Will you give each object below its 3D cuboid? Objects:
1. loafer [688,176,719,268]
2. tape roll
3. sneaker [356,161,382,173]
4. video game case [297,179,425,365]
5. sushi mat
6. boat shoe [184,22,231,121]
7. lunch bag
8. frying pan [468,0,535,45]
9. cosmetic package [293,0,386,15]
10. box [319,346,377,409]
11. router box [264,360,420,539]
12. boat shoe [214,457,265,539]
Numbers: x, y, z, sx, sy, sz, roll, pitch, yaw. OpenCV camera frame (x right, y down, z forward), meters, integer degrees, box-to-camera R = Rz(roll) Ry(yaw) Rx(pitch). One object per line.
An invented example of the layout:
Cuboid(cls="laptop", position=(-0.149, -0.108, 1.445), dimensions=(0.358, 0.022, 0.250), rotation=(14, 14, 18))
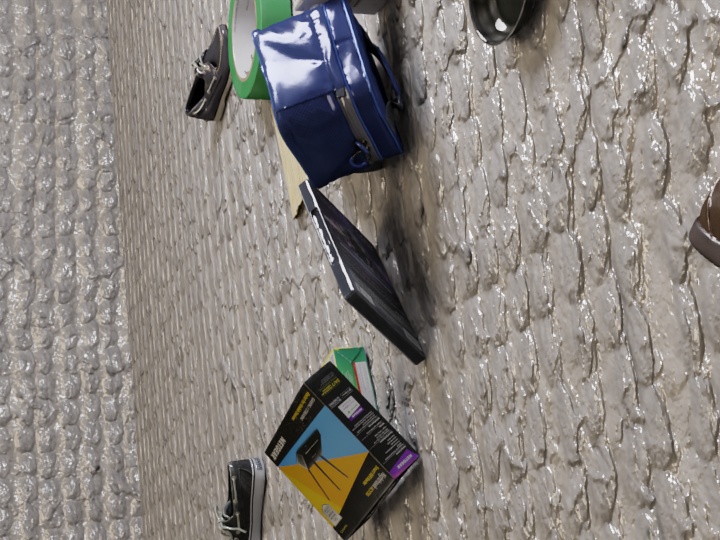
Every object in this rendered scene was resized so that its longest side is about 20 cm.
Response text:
Cuboid(cls="loafer", position=(0.260, -0.017, 0.775), dimensions=(0.200, 0.072, 0.072), rotation=(-133, 45, -61))
Cuboid(cls="tape roll", position=(-0.152, -0.355, 1.946), dimensions=(0.200, 0.048, 0.203), rotation=(178, 90, -70))
Cuboid(cls="sneaker", position=(-0.027, -0.167, 1.574), dimensions=(0.200, 0.070, 0.083), rotation=(-142, 51, -63))
Cuboid(cls="video game case", position=(0.000, 0.000, 1.448), dimensions=(0.019, 0.143, 0.201), rotation=(-37, 41, 10))
Cuboid(cls="sushi mat", position=(-0.098, -0.179, 1.859), dimensions=(0.096, 0.012, 0.201), rotation=(117, 146, -54))
Cuboid(cls="boat shoe", position=(-0.255, -0.332, 2.214), dimensions=(0.201, 0.062, 0.073), rotation=(110, 151, -45))
Cuboid(cls="lunch bag", position=(-0.026, -0.199, 1.457), dimensions=(0.136, 0.131, 0.201), rotation=(56, -167, -55))
Cuboid(cls="frying pan", position=(0.143, -0.273, 1.150), dimensions=(0.190, 0.031, 0.116), rotation=(138, 128, -61))
Cuboid(cls="cosmetic package", position=(-0.027, -0.404, 1.508), dimensions=(0.085, 0.107, 0.202), rotation=(147, 119, -67))
Cuboid(cls="box", position=(-0.032, 0.191, 1.649), dimensions=(0.200, 0.048, 0.118), rotation=(124, 139, -55))
Cuboid(cls="router box", position=(-0.026, 0.212, 1.520), dimensions=(0.149, 0.051, 0.200), rotation=(45, 147, 11))
Cuboid(cls="boat shoe", position=(-0.195, 0.391, 2.083), dimensions=(0.074, 0.067, 0.201), rotation=(-122, 36, -56))
